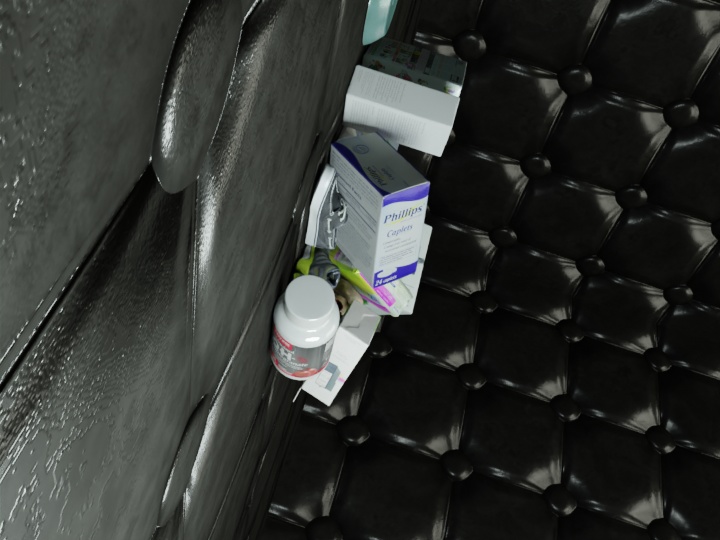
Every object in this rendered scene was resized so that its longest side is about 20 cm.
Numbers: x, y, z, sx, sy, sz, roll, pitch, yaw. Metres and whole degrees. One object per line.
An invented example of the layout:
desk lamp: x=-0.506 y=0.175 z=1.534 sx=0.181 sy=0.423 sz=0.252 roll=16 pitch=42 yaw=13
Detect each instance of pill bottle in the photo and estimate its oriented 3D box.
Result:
pill bottle: x=-0.093 y=0.093 z=1.302 sx=0.201 sy=0.109 sz=0.112 roll=105 pitch=3 yaw=-57

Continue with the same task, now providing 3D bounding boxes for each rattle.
rattle: x=-0.057 y=0.100 z=1.655 sx=0.201 sy=0.128 sz=0.145 roll=73 pitch=29 yaw=-58

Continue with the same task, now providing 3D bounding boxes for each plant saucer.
plant saucer: x=0.048 y=-0.497 z=1.387 sx=0.200 sy=0.035 sz=0.204 roll=18 pitch=89 yaw=-88

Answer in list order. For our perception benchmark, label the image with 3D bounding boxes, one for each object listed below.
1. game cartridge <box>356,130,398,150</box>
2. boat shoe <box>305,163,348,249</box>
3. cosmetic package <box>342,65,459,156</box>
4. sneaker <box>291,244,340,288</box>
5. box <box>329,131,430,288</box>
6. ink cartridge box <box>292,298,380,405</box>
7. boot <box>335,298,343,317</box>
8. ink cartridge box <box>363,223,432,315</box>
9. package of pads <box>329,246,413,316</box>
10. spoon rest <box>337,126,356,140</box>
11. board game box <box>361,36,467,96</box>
game cartridge: x=0.018 y=-0.247 z=1.604 sx=0.040 sy=0.133 sz=0.203 roll=-11 pitch=-130 yaw=40
boat shoe: x=-0.053 y=-0.105 z=1.376 sx=0.202 sy=0.067 sz=0.073 roll=106 pitch=2 yaw=-51
cosmetic package: x=0.072 y=-0.291 z=1.430 sx=0.102 sy=0.196 sz=0.072 roll=107 pitch=2 yaw=-67
sneaker: x=-0.076 y=0.000 z=1.464 sx=0.201 sy=0.079 sz=0.075 roll=-71 pitch=178 yaw=-63
box: x=0.026 y=-0.111 z=1.407 sx=0.184 sy=0.103 sz=0.203 roll=49 pitch=-34 yaw=39
ink cartridge box: x=-0.045 y=0.168 z=1.474 sx=0.202 sy=0.067 sz=0.117 roll=-58 pitch=-179 yaw=28
boot: x=-0.089 y=0.126 z=1.548 sx=0.144 sy=0.072 sz=0.201 roll=-42 pitch=167 yaw=-17
ink cartridge box: x=0.070 y=-0.010 z=1.733 sx=0.146 sy=0.082 sz=0.204 roll=-10 pitch=-117 yaw=60
package of pads: x=0.000 y=0.000 z=1.591 sx=0.068 sy=0.155 sz=0.199 roll=-48 pitch=-148 yaw=-9
spoon rest: x=-0.009 y=-0.248 z=1.504 sx=0.099 sy=0.060 sz=0.203 roll=42 pitch=63 yaw=-51
board game box: x=0.104 y=-0.389 z=1.541 sx=0.148 sy=0.196 sz=0.065 roll=-69 pitch=177 yaw=-57
